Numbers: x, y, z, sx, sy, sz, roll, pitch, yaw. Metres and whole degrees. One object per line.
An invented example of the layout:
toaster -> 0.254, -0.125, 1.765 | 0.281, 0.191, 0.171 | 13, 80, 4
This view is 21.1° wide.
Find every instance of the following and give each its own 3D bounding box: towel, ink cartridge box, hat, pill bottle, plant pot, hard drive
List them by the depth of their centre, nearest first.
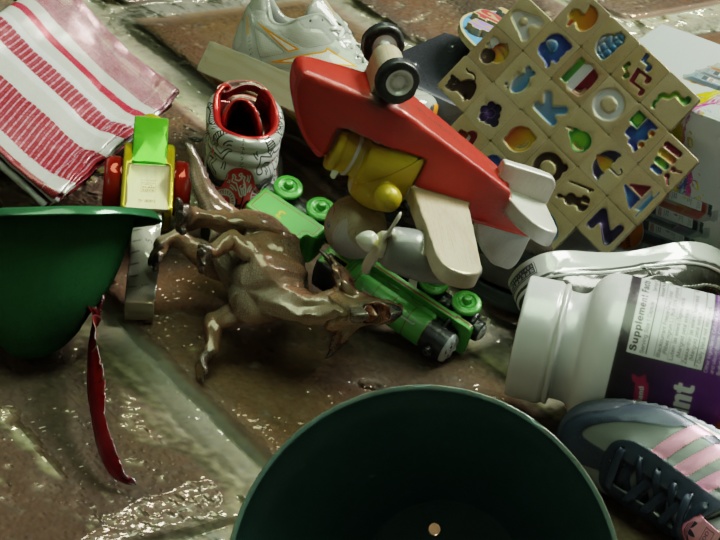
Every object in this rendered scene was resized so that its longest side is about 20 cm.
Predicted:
plant pot -> 0.037, 0.166, 1.010 | 0.198, 0.202, 0.135 | 14, -6, 8
pill bottle -> 0.200, 0.066, 1.280 | 0.198, 0.112, 0.112 | 13, 29, 8
hat -> -0.211, 0.051, 1.285 | 0.164, 0.178, 0.200 | -4, -2, 7
towel -> -0.236, -0.140, 1.471 | 0.144, 0.023, 0.200 | 41, 37, -2
ink cartridge box -> 0.281, -0.082, 1.527 | 0.199, 0.147, 0.144 | 23, 33, 25
hard drive -> 0.121, -0.147, 1.700 | 0.199, 0.043, 0.135 | 26, 33, 26

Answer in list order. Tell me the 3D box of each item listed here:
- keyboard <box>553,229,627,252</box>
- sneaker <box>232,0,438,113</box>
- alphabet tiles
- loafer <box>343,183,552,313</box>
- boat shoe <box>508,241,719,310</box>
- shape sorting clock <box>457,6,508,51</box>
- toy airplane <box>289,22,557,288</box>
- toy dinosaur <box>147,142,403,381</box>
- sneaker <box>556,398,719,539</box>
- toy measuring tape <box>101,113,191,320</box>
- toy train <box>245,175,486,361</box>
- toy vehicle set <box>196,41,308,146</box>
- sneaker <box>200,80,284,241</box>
keyboard -> 0.143, -0.033, 1.517 | 0.056, 0.011, 0.200 | -13, 29, -31
sneaker -> -0.023, -0.182, 1.653 | 0.198, 0.093, 0.076 | 19, 10, 14
alphabet tiles -> 0.156, -0.113, 1.475 | 0.200, 0.167, 0.006 | 47, 8, 23
loafer -> 0.070, -0.037, 1.471 | 0.199, 0.063, 0.072 | 30, 34, 32
boat shoe -> 0.198, 0.025, 1.406 | 0.198, 0.071, 0.064 | -4, 56, -31
shape sorting clock -> 0.181, -0.189, 1.715 | 0.198, 0.040, 0.200 | 13, 23, -5
toy airplane -> 0.038, -0.057, 1.340 | 0.200, 0.141, 0.200 | 50, 16, 17
toy dinosaur -> -0.062, -0.003, 1.329 | 0.134, 0.086, 0.201 | -6, 45, -27
sneaker -> 0.205, 0.140, 1.194 | 0.198, 0.071, 0.082 | 18, 30, 20
toy measuring tape -> -0.159, -0.031, 1.420 | 0.073, 0.074, 0.202 | 5, 52, -8
toy train -> 0.000, 0.000, 1.382 | 0.199, 0.042, 0.056 | 34, 51, 16
toy vehicle set -> -0.024, -0.117, 1.547 | 0.199, 0.027, 0.124 | 25, -7, 25
sneaker -> -0.089, -0.106, 1.499 | 0.066, 0.109, 0.202 | 7, 29, -4
